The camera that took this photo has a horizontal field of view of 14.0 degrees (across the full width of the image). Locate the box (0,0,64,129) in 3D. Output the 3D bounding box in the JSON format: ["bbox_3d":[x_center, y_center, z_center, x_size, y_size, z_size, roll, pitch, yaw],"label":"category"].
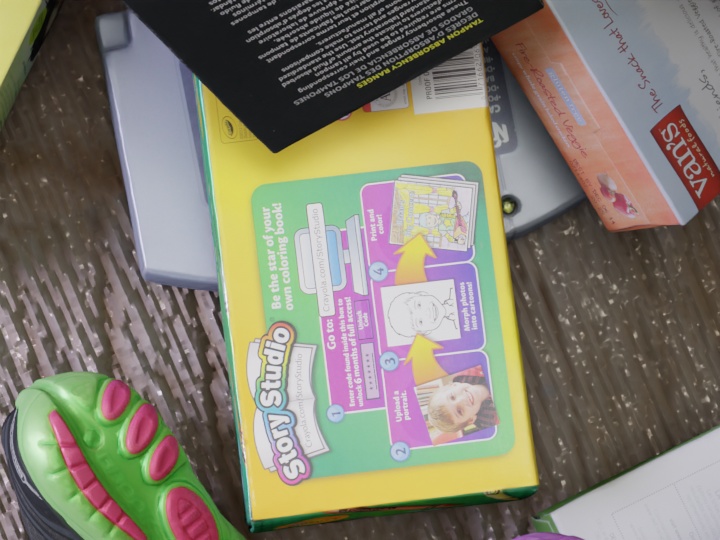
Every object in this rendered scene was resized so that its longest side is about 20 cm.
[{"bbox_3d":[-0.163,-0.093,1.218,0.050,0.075,0.201,26,83,-1],"label":"box"}]

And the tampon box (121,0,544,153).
[{"bbox_3d":[-0.042,-0.171,1.085,0.126,0.200,0.150,-27,54,13],"label":"tampon box"}]

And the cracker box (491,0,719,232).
[{"bbox_3d":[0.148,-0.127,1.208,0.200,0.058,0.134,-40,107,-26],"label":"cracker box"}]

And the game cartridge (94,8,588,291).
[{"bbox_3d":[-0.004,-0.061,1.245,0.199,0.041,0.134,-10,81,-5],"label":"game cartridge"}]

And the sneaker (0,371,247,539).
[{"bbox_3d":[-0.083,0.128,1.203,0.077,0.084,0.201,-31,103,-25],"label":"sneaker"}]

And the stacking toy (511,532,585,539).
[{"bbox_3d":[0.066,0.144,1.134,0.115,0.200,0.110,3,64,-21],"label":"stacking toy"}]

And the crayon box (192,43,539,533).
[{"bbox_3d":[0.000,0.000,1.192,0.118,0.058,0.201,-6,84,-5],"label":"crayon box"}]

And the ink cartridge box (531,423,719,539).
[{"bbox_3d":[0.184,0.106,1.227,0.199,0.059,0.104,-26,85,-7],"label":"ink cartridge box"}]
